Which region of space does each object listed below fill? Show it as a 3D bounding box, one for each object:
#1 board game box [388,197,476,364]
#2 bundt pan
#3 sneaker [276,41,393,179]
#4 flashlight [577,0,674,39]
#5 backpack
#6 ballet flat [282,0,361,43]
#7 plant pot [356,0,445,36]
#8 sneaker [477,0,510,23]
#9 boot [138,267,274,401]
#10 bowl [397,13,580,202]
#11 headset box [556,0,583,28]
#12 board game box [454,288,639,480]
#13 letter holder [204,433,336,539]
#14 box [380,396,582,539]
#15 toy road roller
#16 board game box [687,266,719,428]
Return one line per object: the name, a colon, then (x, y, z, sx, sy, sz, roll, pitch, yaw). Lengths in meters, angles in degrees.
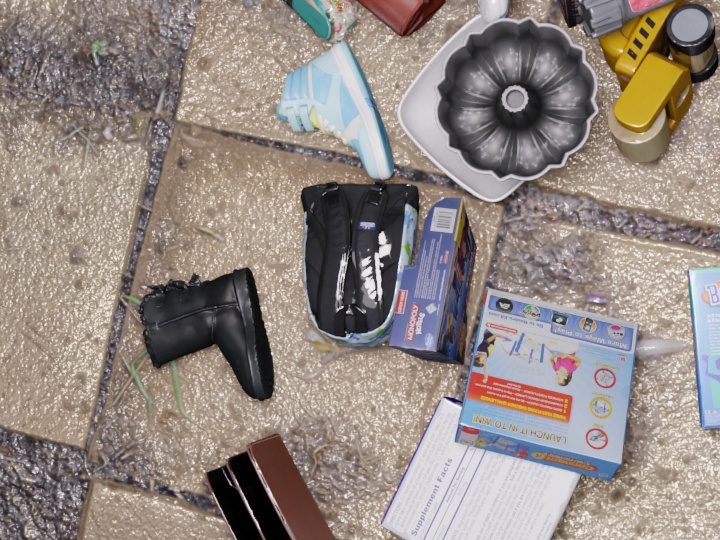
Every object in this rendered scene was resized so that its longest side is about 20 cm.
board game box: (0.099, 0.037, 1.451, 0.061, 0.200, 0.201, 6, 69, 15)
bundt pan: (0.193, -0.205, 1.408, 0.201, 0.076, 0.203, -1, 87, 12)
sneaker: (-0.039, -0.195, 1.534, 0.130, 0.080, 0.201, -23, 73, 8)
flashlight: (0.358, -0.341, 1.351, 0.199, 0.068, 0.068, -22, 108, 2)
backpack: (0.000, 0.000, 1.493, 0.162, 0.154, 0.201, -2, 65, 10)
ballet flat: (-0.074, -0.388, 1.558, 0.064, 0.076, 0.200, -30, 71, -28)
plant pot: (0.036, -0.423, 1.479, 0.195, 0.201, 0.201, 44, 97, 2)
sneaker: (0.205, -0.398, 1.464, 0.104, 0.076, 0.201, 4, 60, 1)
boot: (-0.212, 0.096, 1.559, 0.161, 0.073, 0.199, -15, 77, 9)
bowl: (0.170, -0.208, 1.490, 0.200, 0.075, 0.200, 44, 96, 10)
headset box: (0.307, -0.386, 1.404, 0.148, 0.200, 0.075, -24, 83, 11)
board game box: (0.231, 0.138, 1.408, 0.199, 0.056, 0.197, 14, 59, 4)
letter holder: (-0.120, 0.331, 1.491, 0.100, 0.142, 0.201, -31, 82, 9)
box: (0.156, 0.284, 1.453, 0.199, 0.105, 0.185, 26, 91, 11)
toy road roller: (0.351, -0.253, 1.433, 0.146, 0.123, 0.201, 30, 89, 24)
board game box: (0.493, 0.092, 1.420, 0.151, 0.045, 0.201, -4, 87, 12)
